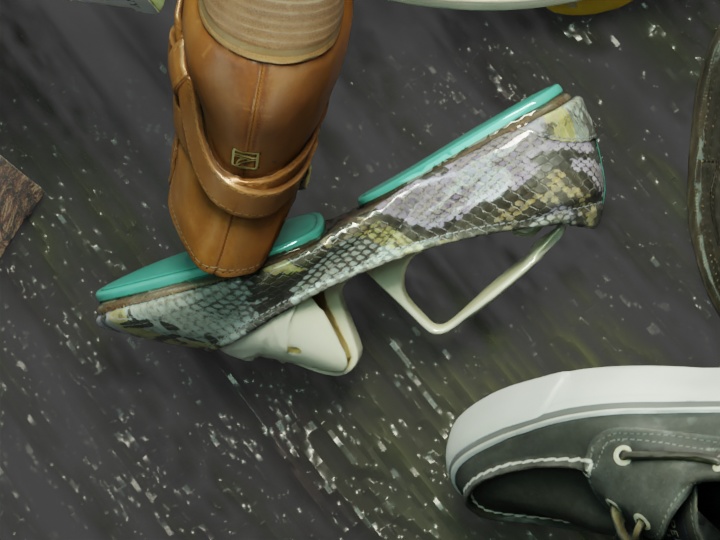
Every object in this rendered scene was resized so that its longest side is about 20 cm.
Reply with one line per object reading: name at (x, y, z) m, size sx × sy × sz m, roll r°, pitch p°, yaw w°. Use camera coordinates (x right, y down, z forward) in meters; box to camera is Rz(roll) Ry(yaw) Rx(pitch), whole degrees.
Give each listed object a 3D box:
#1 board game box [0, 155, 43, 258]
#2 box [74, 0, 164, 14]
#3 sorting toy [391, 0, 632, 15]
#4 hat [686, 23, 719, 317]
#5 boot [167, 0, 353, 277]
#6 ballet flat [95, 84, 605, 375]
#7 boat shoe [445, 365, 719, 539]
board game box at (-0.257, -0.019, 1.026) m, size 0.200 × 0.097 × 0.160 m, roll 27°, pitch 83°, yaw 20°
box at (-0.121, -0.199, 0.966) m, size 0.144 × 0.036 × 0.200 m, roll 7°, pitch 77°, yaw 17°
sorting toy at (0.089, -0.210, 0.975) m, size 0.200 × 0.107 × 0.180 m, roll -32°, pitch 50°, yaw 45°
hat at (0.166, -0.035, 0.885) m, size 0.201 × 0.081 × 0.201 m, roll 4°, pitch 95°, yaw 45°
boot at (-0.029, -0.106, 0.949) m, size 0.077 × 0.155 × 0.200 m, roll 6°, pitch 37°, yaw -7°
ballet flat at (0.000, 0.000, 0.974) m, size 0.200 × 0.072 × 0.072 m, roll -24°, pitch 70°, yaw 8°
boat shoe at (0.114, 0.070, 0.895) m, size 0.200 × 0.069 × 0.057 m, roll -8°, pitch 53°, yaw 32°
